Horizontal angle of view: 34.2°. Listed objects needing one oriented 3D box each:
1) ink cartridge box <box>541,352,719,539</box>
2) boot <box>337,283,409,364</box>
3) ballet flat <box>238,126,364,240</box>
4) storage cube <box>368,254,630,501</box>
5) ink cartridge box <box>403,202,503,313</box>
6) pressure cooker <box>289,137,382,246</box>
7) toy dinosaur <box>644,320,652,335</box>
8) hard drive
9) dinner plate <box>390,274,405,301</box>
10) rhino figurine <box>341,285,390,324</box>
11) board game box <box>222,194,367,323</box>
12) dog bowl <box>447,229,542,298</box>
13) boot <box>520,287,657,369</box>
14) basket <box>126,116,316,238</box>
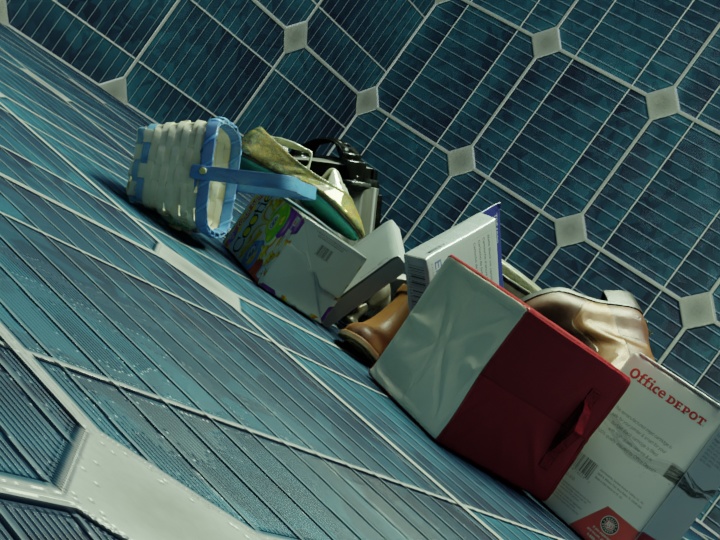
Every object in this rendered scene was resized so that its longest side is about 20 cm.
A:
[{"bbox_3d":[0.309,0.214,1.286,0.083,0.200,0.147,35,3,-41],"label":"ink cartridge box"},{"bbox_3d":[0.054,0.048,1.477,0.074,0.155,0.200,37,2,17],"label":"boot"},{"bbox_3d":[-0.067,-0.116,1.493,0.200,0.071,0.071,33,2,-5],"label":"ballet flat"},{"bbox_3d":[0.149,0.116,1.295,0.180,0.171,0.200,33,4,-33],"label":"storage cube"},{"bbox_3d":[0.138,0.036,1.488,0.041,0.200,0.200,15,32,39],"label":"ink cartridge box"},{"bbox_3d":[-0.059,-0.100,1.760,0.176,0.200,0.179,6,2,12],"label":"pressure cooker"},{"bbox_3d":[0.321,0.130,1.590,0.200,0.102,0.136,18,-38,-5],"label":"toy dinosaur"},{"bbox_3d":[0.000,0.000,1.571,0.027,0.132,0.200,52,9,-13],"label":"hard drive"},{"bbox_3d":[0.042,0.035,1.827,0.200,0.024,0.200,5,-21,2],"label":"dinner plate"},{"bbox_3d":[0.011,0.048,1.691,0.060,0.087,0.200,39,-5,10],"label":"rhino figurine"},{"bbox_3d":[-0.090,-0.026,1.521,0.105,0.103,0.200,34,3,-25],"label":"board game box"},{"bbox_3d":[0.195,0.024,1.761,0.200,0.074,0.200,34,9,-6],"label":"dog bowl"},{"bbox_3d":[0.285,0.115,1.460,0.188,0.069,0.200,3,44,-13],"label":"boot"},{"bbox_3d":[-0.160,-0.107,1.383,0.200,0.139,0.176,3,-2,8],"label":"basket"}]
